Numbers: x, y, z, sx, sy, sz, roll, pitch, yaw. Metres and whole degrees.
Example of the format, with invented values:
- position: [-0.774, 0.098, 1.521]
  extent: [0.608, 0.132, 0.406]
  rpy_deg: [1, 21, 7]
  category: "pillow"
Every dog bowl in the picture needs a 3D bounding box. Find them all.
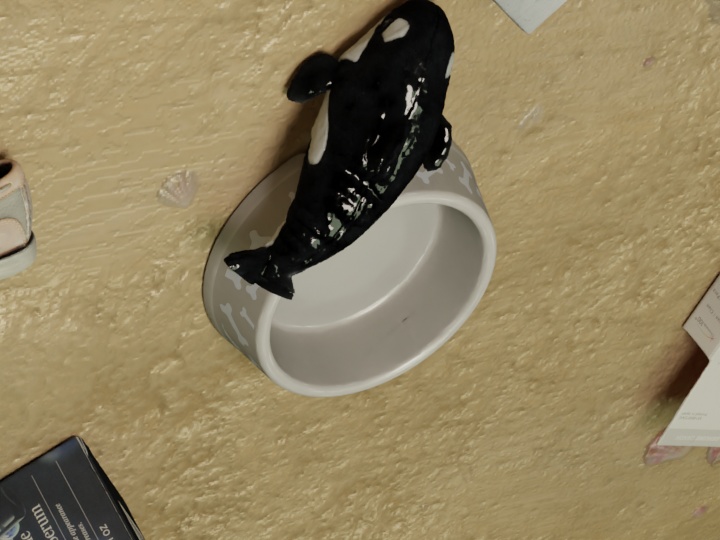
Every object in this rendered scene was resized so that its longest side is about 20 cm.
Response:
- position: [0.000, 0.000, 1.635]
  extent: [0.199, 0.059, 0.201]
  rpy_deg: [-21, 142, -18]
  category: "dog bowl"

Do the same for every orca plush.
- position: [-0.006, -0.070, 1.505]
  extent: [0.200, 0.071, 0.105]
  rpy_deg: [-44, 105, 0]
  category: "orca plush"

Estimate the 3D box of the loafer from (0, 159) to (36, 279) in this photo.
- position: [-0.274, -0.015, 1.410]
  extent: [0.199, 0.072, 0.063]
  rpy_deg: [-17, 124, -32]
  category: "loafer"

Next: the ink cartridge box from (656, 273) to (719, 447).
- position: [0.329, 0.059, 1.964]
  extent: [0.199, 0.045, 0.177]
  rpy_deg: [5, 127, -40]
  category: "ink cartridge box"

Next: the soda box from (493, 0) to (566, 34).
- position: [0.143, -0.236, 1.481]
  extent: [0.200, 0.064, 0.068]
  rpy_deg: [-42, 141, 9]
  category: "soda box"

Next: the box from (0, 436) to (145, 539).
- position: [-0.223, 0.233, 1.643]
  extent: [0.199, 0.149, 0.107]
  rpy_deg: [-32, 143, -5]
  category: "box"
